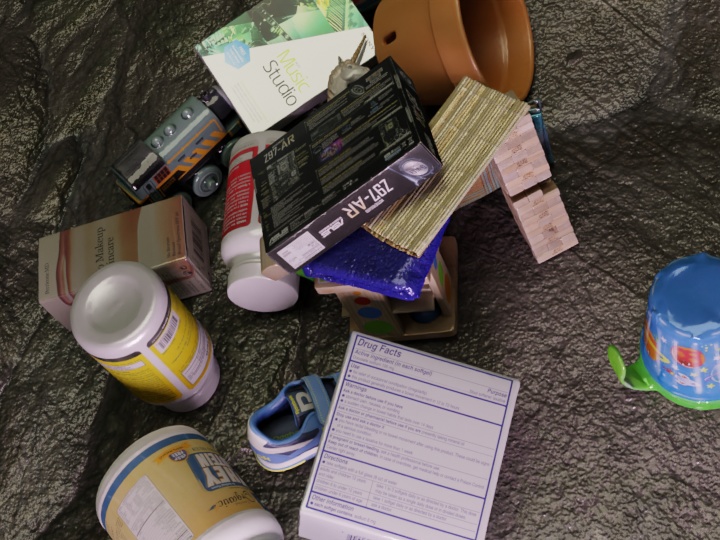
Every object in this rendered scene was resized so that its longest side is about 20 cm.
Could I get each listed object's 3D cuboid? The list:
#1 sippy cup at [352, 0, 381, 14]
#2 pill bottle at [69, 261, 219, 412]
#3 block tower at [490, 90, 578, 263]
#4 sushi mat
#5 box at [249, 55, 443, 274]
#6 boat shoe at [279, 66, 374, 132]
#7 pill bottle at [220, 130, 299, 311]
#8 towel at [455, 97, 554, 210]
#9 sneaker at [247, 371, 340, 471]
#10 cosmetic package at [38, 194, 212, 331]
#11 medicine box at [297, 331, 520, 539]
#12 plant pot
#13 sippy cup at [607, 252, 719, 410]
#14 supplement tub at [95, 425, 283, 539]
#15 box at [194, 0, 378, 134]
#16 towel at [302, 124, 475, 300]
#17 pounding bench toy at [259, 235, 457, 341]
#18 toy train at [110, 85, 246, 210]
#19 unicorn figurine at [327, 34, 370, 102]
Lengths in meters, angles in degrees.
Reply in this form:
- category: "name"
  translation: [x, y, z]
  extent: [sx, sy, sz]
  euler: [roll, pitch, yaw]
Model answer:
- category: "sippy cup"
  translation: [0.001, -0.403, 1.580]
  extent: [0.130, 0.140, 0.178]
  euler: [-37, 54, -1]
- category: "pill bottle"
  translation: [-0.235, 0.083, 1.356]
  extent: [0.111, 0.200, 0.113]
  euler: [-8, 59, 14]
- category: "block tower"
  translation: [0.182, -0.100, 1.321]
  extent: [0.054, 0.201, 0.058]
  euler: [-26, 40, 3]
- category: "sushi mat"
  translation: [0.082, -0.108, 1.218]
  extent: [0.095, 0.012, 0.201]
  euler: [29, 75, 35]
- category: "box"
  translation: [-0.021, -0.111, 1.247]
  extent: [0.199, 0.043, 0.161]
  euler: [-35, 40, 17]
- category: "boat shoe"
  translation: [-0.034, -0.210, 1.529]
  extent: [0.199, 0.072, 0.071]
  euler: [-37, 55, -4]
- category: "pill bottle"
  translation: [-0.110, -0.058, 1.446]
  extent: [0.111, 0.112, 0.202]
  euler: [-6, 60, 16]
- category: "towel"
  translation: [0.127, -0.113, 1.375]
  extent: [0.199, 0.147, 0.022]
  euler: [-28, 66, 4]
- category: "sneaker"
  translation: [-0.036, 0.151, 1.319]
  extent: [0.199, 0.082, 0.074]
  euler: [-30, 55, -1]
- category: "cosmetic package"
  translation: [-0.294, -0.008, 1.497]
  extent: [0.198, 0.087, 0.104]
  euler: [-17, 58, 9]
- category: "medicine box"
  translation: [0.048, 0.190, 1.221]
  extent: [0.180, 0.103, 0.202]
  euler: [16, 65, 2]
- category: "plant pot"
  translation: [0.108, -0.286, 1.463]
  extent: [0.139, 0.200, 0.202]
  euler: [-9, 57, 33]
- category: "sippy cup"
  translation: [0.345, 0.053, 1.211]
  extent: [0.139, 0.131, 0.179]
  euler: [25, 71, 29]
- category: "supplement tub"
  translation: [-0.171, 0.277, 1.257]
  extent: [0.145, 0.145, 0.200]
  euler: [-43, 57, -8]
- category: "box"
  translation: [-0.087, -0.274, 1.496]
  extent: [0.199, 0.036, 0.145]
  euler: [-34, 82, -3]
- category: "towel"
  translation: [0.036, -0.066, 1.254]
  extent: [0.147, 0.050, 0.201]
  euler: [13, 67, 32]
- category: "pounding bench toy"
  translation: [0.000, 0.000, 1.346]
  extent: [0.198, 0.156, 0.125]
  euler: [-6, 60, 15]
- category: "toy train"
  translation: [-0.227, -0.148, 1.536]
  extent: [0.200, 0.114, 0.085]
  euler: [-44, 58, -8]
- category: "unicorn figurine"
  translation: [0.005, -0.166, 1.433]
  extent: [0.073, 0.202, 0.137]
  euler: [-9, 27, -35]
